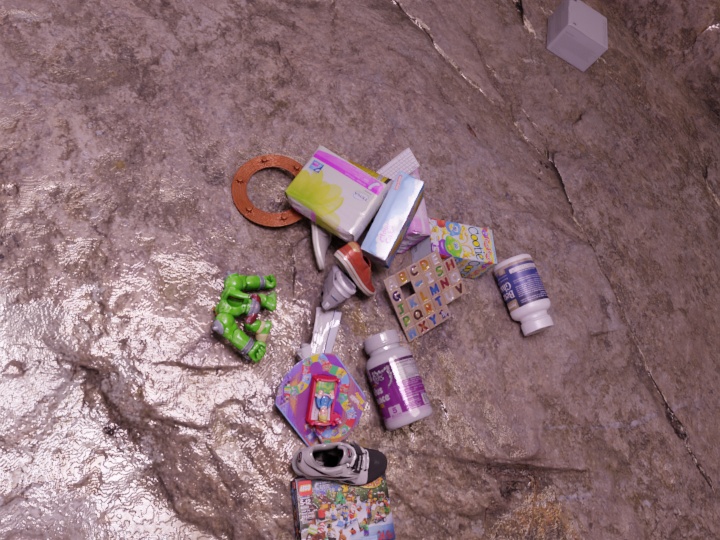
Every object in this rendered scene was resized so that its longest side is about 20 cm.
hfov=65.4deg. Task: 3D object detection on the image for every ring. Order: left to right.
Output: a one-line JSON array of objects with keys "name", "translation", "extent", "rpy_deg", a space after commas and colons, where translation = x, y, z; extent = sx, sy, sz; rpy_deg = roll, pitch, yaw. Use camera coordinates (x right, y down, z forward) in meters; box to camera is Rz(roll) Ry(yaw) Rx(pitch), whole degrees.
[{"name": "ring", "translation": [-0.206, -0.195, 1.331], "extent": [0.197, 0.019, 0.203], "rpy_deg": [4, 64, -9]}]

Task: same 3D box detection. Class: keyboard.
[{"name": "keyboard", "translation": [0.058, -0.229, 1.422], "extent": [0.057, 0.199, 0.011], "rpy_deg": [59, 23, 7]}]

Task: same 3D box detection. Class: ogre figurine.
[{"name": "ogre figurine", "translation": [-0.239, 0.078, 1.165], "extent": [0.119, 0.098, 0.202], "rpy_deg": [26, 67, -27]}]

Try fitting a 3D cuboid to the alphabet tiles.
[{"name": "alphabet tiles", "translation": [0.166, 0.054, 1.371], "extent": [0.198, 0.008, 0.169], "rpy_deg": [-28, 103, -19]}]

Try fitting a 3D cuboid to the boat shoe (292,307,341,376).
[{"name": "boat shoe", "translation": [-0.105, 0.173, 1.188], "extent": [0.085, 0.075, 0.205], "rpy_deg": [16, 81, -3]}]

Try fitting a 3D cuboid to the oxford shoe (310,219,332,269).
[{"name": "oxford shoe", "translation": [-0.090, -0.097, 1.338], "extent": [0.057, 0.075, 0.202], "rpy_deg": [-2, 61, -6]}]

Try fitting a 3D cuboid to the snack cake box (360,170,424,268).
[{"name": "snack cake box", "translation": [0.077, -0.115, 1.304], "extent": [0.067, 0.115, 0.202], "rpy_deg": [26, 85, 9]}]

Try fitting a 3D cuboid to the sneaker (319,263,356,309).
[{"name": "sneaker", "translation": [-0.061, 0.039, 1.240], "extent": [0.082, 0.200, 0.075], "rpy_deg": [-41, 93, 2]}]

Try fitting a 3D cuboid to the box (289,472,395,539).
[{"name": "box", "translation": [-0.035, 0.474, 1.108], "extent": [0.198, 0.038, 0.138], "rpy_deg": [2, 65, -27]}]

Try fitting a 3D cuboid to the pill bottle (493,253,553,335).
[{"name": "pill bottle", "translation": [0.443, 0.068, 1.512], "extent": [0.110, 0.111, 0.202], "rpy_deg": [-8, 69, -30]}]

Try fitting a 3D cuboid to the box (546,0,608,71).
[{"name": "box", "translation": [0.852, -0.933, 2.207], "extent": [0.198, 0.131, 0.201], "rpy_deg": [24, 58, -15]}]

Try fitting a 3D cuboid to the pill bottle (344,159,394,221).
[{"name": "pill bottle", "translation": [-0.014, -0.204, 1.385], "extent": [0.198, 0.113, 0.113], "rpy_deg": [27, 54, 13]}]

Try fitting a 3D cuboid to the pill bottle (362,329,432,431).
[{"name": "pill bottle", "translation": [0.075, 0.239, 1.236], "extent": [0.111, 0.112, 0.202], "rpy_deg": [-11, 71, -31]}]

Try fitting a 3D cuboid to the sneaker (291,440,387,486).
[{"name": "sneaker", "translation": [-0.026, 0.373, 1.091], "extent": [0.198, 0.089, 0.075], "rpy_deg": [8, 57, -25]}]

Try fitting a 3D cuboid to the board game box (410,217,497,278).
[{"name": "board game box", "translation": [0.243, -0.056, 1.474], "extent": [0.198, 0.103, 0.106], "rpy_deg": [8, 63, -24]}]

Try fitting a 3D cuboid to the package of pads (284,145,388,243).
[{"name": "package of pads", "translation": [-0.056, -0.170, 1.277], "extent": [0.199, 0.068, 0.155], "rpy_deg": [31, 74, 12]}]

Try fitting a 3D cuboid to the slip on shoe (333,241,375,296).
[{"name": "slip on shoe", "translation": [0.000, 0.000, 1.279], "extent": [0.061, 0.200, 0.074], "rpy_deg": [-42, 57, -7]}]

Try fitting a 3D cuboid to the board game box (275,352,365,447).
[{"name": "board game box", "translation": [-0.069, 0.269, 1.132], "extent": [0.158, 0.039, 0.201], "rpy_deg": [-39, 111, -17]}]

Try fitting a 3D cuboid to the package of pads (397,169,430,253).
[{"name": "package of pads", "translation": [0.109, -0.157, 1.441], "extent": [0.075, 0.120, 0.203], "rpy_deg": [10, 62, -37]}]
